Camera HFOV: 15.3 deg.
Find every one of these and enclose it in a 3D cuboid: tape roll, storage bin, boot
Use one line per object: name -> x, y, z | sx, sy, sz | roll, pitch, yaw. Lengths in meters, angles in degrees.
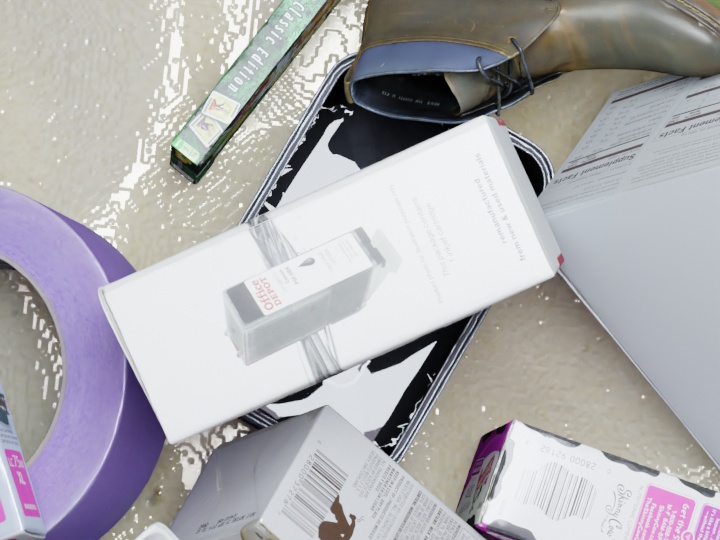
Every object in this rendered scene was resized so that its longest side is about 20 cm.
tape roll -> -0.203, 0.058, 1.391 | 0.199, 0.085, 0.201 | -2, 80, 13
storage bin -> 0.000, 0.000, 1.429 | 0.135, 0.094, 0.200 | 31, 84, 0
boot -> 0.088, -0.105, 1.351 | 0.199, 0.075, 0.097 | 14, 62, 26

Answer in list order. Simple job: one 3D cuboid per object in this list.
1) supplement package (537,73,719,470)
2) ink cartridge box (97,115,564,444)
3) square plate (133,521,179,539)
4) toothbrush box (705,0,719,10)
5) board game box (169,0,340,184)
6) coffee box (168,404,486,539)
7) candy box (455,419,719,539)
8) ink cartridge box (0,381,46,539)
supplement package -> 0.213, 0.000, 1.368 | 0.200, 0.156, 0.111 | 49, 56, -18
ink cartridge box -> -0.009, 0.003, 1.293 | 0.200, 0.147, 0.083 | -24, 90, 7
square plate -> -0.119, 0.255, 1.342 | 0.200, 0.028, 0.198 | -44, 119, -10
toothbrush box -> 0.182, -0.169, 1.402 | 0.199, 0.146, 0.086 | 19, 85, 14
board game box -> -0.033, -0.134, 1.431 | 0.023, 0.105, 0.200 | 38, 85, -3
coffee box -> 0.010, 0.168, 1.371 | 0.200, 0.113, 0.080 | 41, 58, -17
candy box -> 0.155, 0.142, 1.404 | 0.199, 0.136, 0.061 | 19, 82, -1
ink cartridge box -> -0.242, 0.056, 1.338 | 0.119, 0.042, 0.201 | -20, 76, 9
